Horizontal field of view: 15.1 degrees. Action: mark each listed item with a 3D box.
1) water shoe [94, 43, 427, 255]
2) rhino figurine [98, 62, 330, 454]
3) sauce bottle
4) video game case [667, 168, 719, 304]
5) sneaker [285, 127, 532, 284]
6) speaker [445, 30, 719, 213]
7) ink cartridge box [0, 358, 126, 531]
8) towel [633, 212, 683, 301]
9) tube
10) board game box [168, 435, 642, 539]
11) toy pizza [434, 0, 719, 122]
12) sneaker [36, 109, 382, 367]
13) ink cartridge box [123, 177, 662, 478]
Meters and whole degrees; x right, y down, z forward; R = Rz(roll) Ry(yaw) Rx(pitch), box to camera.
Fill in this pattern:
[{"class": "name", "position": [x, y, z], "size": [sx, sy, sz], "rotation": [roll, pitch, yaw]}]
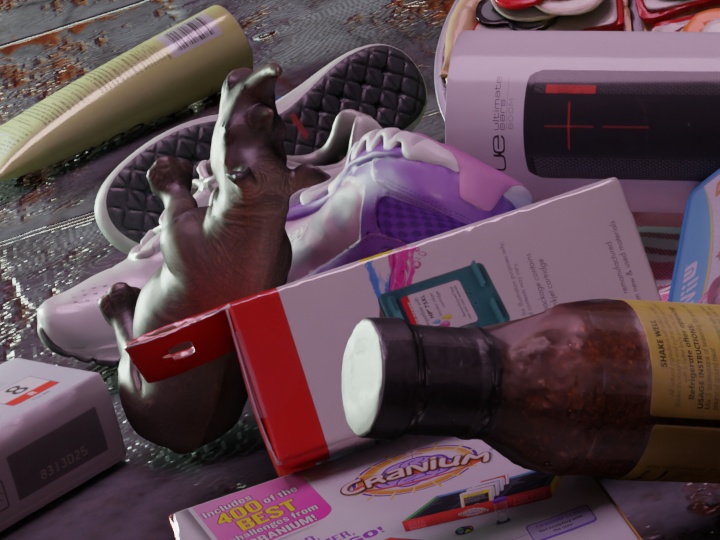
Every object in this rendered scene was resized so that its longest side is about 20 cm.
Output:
[{"class": "water shoe", "position": [-0.053, -0.052, 1.460], "size": [0.199, 0.072, 0.079], "rotation": [-26, -7, -20]}, {"class": "rhino figurine", "position": [-0.060, -0.006, 1.153], "size": [0.059, 0.201, 0.088], "rotation": [4, 40, -24]}, {"class": "sauce bottle", "position": [0.092, 0.040, 0.944], "size": [0.199, 0.066, 0.066], "rotation": [6, 11, -21]}, {"class": "video game case", "position": [0.189, -0.035, 1.044], "size": [0.200, 0.018, 0.144], "rotation": [-41, 21, 38]}, {"class": "sneaker", "position": [0.000, 0.000, 1.184], "size": [0.200, 0.080, 0.089], "rotation": [-19, 45, 57]}, {"class": "speaker", "position": [0.138, -0.065, 1.185], "size": [0.199, 0.082, 0.081], "rotation": [2, 24, 14]}, {"class": "ink cartridge box", "position": [-0.224, 0.085, 1.219], "size": [0.162, 0.050, 0.199], "rotation": [-30, 26, -34]}, {"class": "towel", "position": [0.137, -0.019, 1.236], "size": [0.146, 0.030, 0.200], "rotation": [1, 26, 40]}, {"class": "tube", "position": [-0.161, -0.101, 1.692], "size": [0.199, 0.052, 0.058], "rotation": [-29, -19, -22]}, {"class": "board game box", "position": [0.020, 0.115, 0.945], "size": [0.152, 0.041, 0.200], "rotation": [-18, 19, -4]}, {"class": "toy pizza", "position": [0.129, -0.115, 1.281], "size": [0.199, 0.032, 0.201], "rotation": [-10, 50, 12]}, {"class": "sneaker", "position": [-0.067, -0.016, 1.308], "size": [0.199, 0.088, 0.074], "rotation": [-23, 21, -14]}, {"class": "ink cartridge box", "position": [0.014, 0.033, 1.071], "size": [0.199, 0.068, 0.116], "rotation": [-18, -9, -2]}]
